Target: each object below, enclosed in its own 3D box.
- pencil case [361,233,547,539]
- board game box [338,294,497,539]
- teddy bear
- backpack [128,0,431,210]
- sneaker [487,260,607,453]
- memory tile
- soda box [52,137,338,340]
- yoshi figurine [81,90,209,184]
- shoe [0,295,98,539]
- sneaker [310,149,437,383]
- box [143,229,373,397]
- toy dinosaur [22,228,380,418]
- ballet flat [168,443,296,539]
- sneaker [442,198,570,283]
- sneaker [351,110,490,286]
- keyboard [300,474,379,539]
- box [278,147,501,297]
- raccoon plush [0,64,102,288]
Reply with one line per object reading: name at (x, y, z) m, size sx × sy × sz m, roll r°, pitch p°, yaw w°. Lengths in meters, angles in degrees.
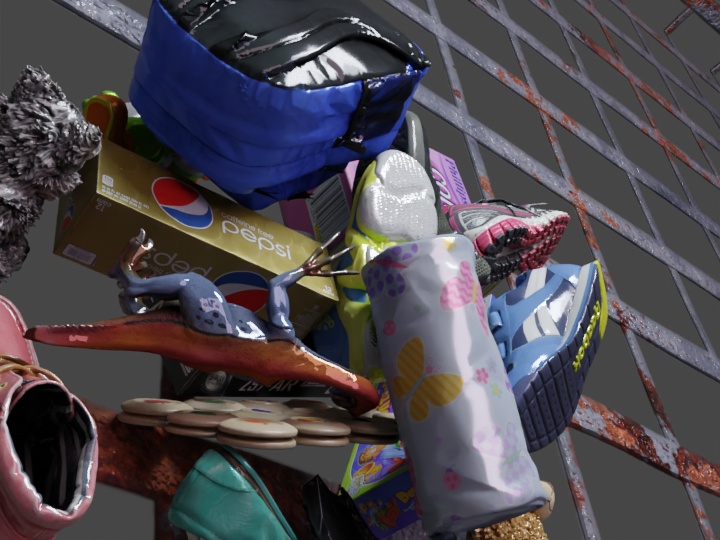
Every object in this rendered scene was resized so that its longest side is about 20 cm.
pencil case at (0.062, 0.076, 0.682) m, size 0.091 × 0.083 × 0.200 m, roll 10°, pitch 61°, yaw -56°
board game box at (0.061, 0.118, 0.836) m, size 0.045 × 0.134 × 0.200 m, roll 47°, pitch 29°, yaw -15°
teddy bear at (0.139, 0.246, 0.860) m, size 0.145 × 0.067 × 0.200 m, roll 46°, pitch 30°, yaw -8°
backpack at (-0.070, -0.132, 0.767) m, size 0.162 × 0.168 × 0.200 m, roll 37°, pitch 32°, yaw 21°
sneaker at (0.135, 0.066, 0.799) m, size 0.200 × 0.082 × 0.074 m, roll -52°, pitch 138°, yaw -45°
memory tile at (-0.053, 0.106, 0.713) m, size 0.200 × 0.153 × 0.017 m, roll 9°, pitch 85°, yaw -49°
soda box at (-0.116, -0.015, 0.735) m, size 0.200 × 0.064 × 0.068 m, roll 26°, pitch 31°, yaw -30°
yoshi figurine at (-0.174, -0.132, 0.859) m, size 0.112 × 0.112 × 0.200 m, roll 49°, pitch 26°, yaw 16°
shoe at (-0.201, 0.076, 0.592) m, size 0.071 × 0.091 × 0.200 m, roll 19°, pitch 41°, yaw -40°
sneaker at (0.000, 0.000, 0.800) m, size 0.076 × 0.105 × 0.200 m, roll 29°, pitch 53°, yaw -27°
box at (-0.088, 0.028, 0.828) m, size 0.200 × 0.044 × 0.160 m, roll 9°, pitch 42°, yaw -47°
toy dinosaur at (-0.081, 0.058, 0.657) m, size 0.181 × 0.105 × 0.200 m, roll 35°, pitch 49°, yaw 11°
ballet flat at (-0.060, 0.197, 0.655) m, size 0.067 × 0.070 × 0.200 m, roll 21°, pitch -30°, yaw 55°
sneaker at (0.145, -0.040, 1.001) m, size 0.075 × 0.081 × 0.200 m, roll 36°, pitch 17°, yaw 27°
sneaker at (0.055, -0.037, 0.893) m, size 0.114 × 0.076 × 0.200 m, roll 5°, pitch 77°, yaw -44°
keyboard at (0.015, 0.226, 0.717) m, size 0.200 × 0.021 × 0.127 m, roll 58°, pitch 4°, yaw -17°
box at (0.023, -0.055, 1.029) m, size 0.200 × 0.097 × 0.176 m, roll 21°, pitch 39°, yaw -39°
raccoon plush at (-0.243, -0.042, 0.631) m, size 0.097 × 0.134 × 0.200 m, roll 41°, pitch 31°, yaw -14°
